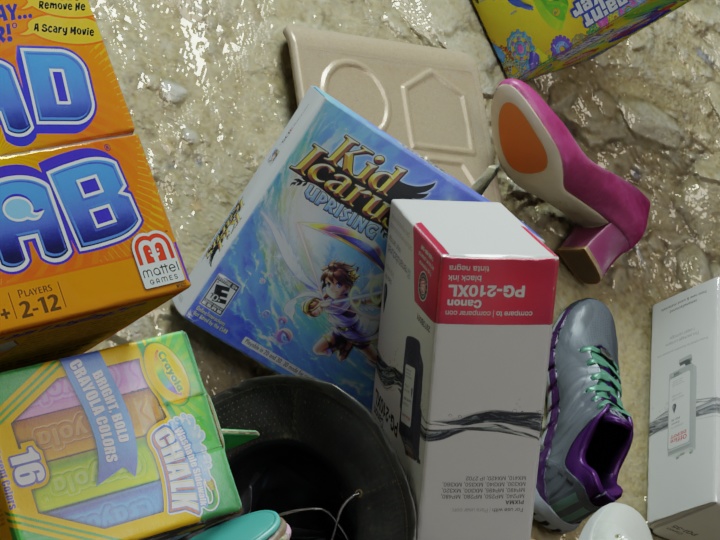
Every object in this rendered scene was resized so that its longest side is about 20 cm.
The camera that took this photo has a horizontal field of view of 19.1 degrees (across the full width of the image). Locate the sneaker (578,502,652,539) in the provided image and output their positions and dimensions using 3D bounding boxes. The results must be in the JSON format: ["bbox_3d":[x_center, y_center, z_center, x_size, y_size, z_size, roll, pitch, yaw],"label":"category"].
[{"bbox_3d":[0.191,0.221,1.406,0.073,0.085,0.200,37,33,-22],"label":"sneaker"}]

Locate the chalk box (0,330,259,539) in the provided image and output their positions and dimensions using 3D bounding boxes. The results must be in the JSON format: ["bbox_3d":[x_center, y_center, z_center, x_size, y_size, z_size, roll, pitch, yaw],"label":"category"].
[{"bbox_3d":[-0.162,0.117,1.333,0.199,0.124,0.124,-13,80,-36],"label":"chalk box"}]

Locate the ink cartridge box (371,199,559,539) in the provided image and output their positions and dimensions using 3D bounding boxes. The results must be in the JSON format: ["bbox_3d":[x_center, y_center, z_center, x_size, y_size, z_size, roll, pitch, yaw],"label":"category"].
[{"bbox_3d":[0.066,0.067,1.434,0.084,0.145,0.201,1,106,-13],"label":"ink cartridge box"}]

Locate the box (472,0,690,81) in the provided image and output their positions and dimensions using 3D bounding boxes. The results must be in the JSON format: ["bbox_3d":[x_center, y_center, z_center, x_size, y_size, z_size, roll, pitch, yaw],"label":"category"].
[{"bbox_3d":[0.182,-0.286,1.734,0.122,0.200,0.193,-21,85,-42],"label":"box"}]

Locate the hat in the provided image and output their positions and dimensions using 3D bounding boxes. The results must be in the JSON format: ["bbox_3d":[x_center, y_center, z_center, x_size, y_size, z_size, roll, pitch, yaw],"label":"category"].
[{"bbox_3d":[-0.046,0.173,1.426,0.081,0.200,0.202,46,35,-68],"label":"hat"}]

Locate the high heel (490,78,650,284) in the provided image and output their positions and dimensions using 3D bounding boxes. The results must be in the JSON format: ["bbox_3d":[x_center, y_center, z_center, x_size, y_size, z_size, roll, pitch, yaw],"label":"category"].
[{"bbox_3d":[0.173,-0.091,1.709,0.096,0.067,0.200,-50,120,-31],"label":"high heel"}]

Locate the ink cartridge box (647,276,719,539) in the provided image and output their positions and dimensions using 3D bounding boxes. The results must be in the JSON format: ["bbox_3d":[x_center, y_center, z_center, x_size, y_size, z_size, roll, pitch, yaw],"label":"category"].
[{"bbox_3d":[0.313,0.128,1.739,0.146,0.083,0.201,22,59,-30],"label":"ink cartridge box"}]

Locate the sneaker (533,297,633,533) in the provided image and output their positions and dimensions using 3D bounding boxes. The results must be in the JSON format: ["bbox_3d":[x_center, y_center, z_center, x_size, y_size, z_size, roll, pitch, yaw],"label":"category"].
[{"bbox_3d":[0.187,0.105,1.647,0.074,0.087,0.201,28,57,-26],"label":"sneaker"}]

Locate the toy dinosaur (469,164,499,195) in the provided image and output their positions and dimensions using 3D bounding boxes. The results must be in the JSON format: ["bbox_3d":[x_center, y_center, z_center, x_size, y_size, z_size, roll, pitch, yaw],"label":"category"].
[{"bbox_3d":[0.063,0.024,1.588,0.088,0.047,0.201,-10,107,-35],"label":"toy dinosaur"}]

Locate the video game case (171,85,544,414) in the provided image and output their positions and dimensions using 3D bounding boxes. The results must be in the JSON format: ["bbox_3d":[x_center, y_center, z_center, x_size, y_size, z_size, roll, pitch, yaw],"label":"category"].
[{"bbox_3d":[0.000,0.000,1.499,0.200,0.045,0.182,31,95,-22],"label":"video game case"}]

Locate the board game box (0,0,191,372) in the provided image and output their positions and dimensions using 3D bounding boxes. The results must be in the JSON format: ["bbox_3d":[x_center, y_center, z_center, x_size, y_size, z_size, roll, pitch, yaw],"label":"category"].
[{"bbox_3d":[-0.261,-0.032,1.276,0.199,0.200,0.201,-14,80,-41],"label":"board game box"}]

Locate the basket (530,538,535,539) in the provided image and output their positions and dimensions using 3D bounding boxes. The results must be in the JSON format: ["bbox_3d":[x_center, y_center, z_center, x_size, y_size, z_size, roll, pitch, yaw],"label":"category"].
[{"bbox_3d":[0.100,0.273,1.470,0.199,0.143,0.150,17,61,-32],"label":"basket"}]

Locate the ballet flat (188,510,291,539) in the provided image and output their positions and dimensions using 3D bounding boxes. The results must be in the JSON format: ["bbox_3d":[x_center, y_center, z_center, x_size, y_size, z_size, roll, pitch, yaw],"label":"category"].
[{"bbox_3d":[-0.130,0.219,1.345,0.199,0.069,0.071,-23,105,-19],"label":"ballet flat"}]

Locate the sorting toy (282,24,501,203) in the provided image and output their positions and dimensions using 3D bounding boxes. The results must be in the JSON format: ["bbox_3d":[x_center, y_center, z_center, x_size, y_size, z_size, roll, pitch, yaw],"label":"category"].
[{"bbox_3d":[0.028,-0.089,1.644,0.185,0.036,0.201,4,65,-37],"label":"sorting toy"}]
